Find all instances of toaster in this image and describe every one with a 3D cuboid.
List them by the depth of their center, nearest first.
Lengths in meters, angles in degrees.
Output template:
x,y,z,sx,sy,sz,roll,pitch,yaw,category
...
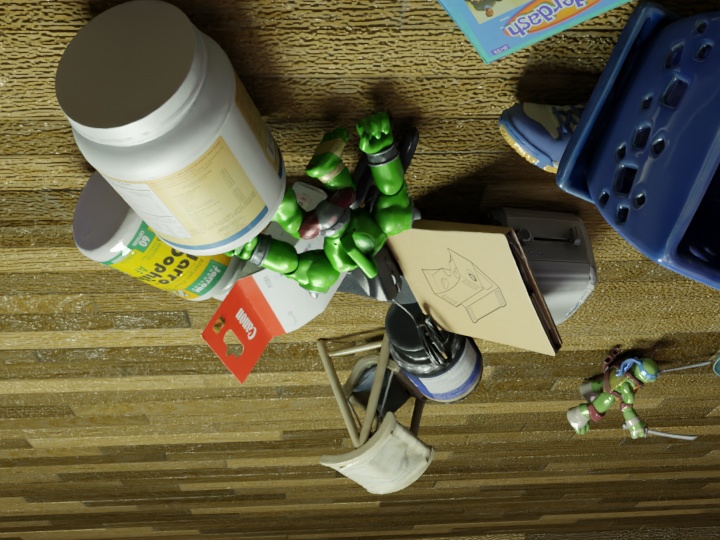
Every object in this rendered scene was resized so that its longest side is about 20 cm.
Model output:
x,y,z,sx,sy,sz,roll,pitch,yaw,category
0.199,0.006,1.102,0.127,0.115,0.201,0,151,-11,toaster

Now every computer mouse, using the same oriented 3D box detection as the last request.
x,y,z,sx,sy,sz,roll,pitch,yaw,category
0.051,0.033,1.079,0.034,0.059,0.200,-31,108,35,computer mouse

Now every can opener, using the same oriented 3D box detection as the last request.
x,y,z,sx,sy,sz,roll,pitch,yaw,category
0.010,-0.085,0.962,0.062,0.080,0.201,11,142,-6,can opener

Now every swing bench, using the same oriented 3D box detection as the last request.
x,y,z,sx,sy,sz,roll,pitch,yaw,category
0.030,0.222,1.400,0.128,0.203,0.199,-13,152,18,swing bench

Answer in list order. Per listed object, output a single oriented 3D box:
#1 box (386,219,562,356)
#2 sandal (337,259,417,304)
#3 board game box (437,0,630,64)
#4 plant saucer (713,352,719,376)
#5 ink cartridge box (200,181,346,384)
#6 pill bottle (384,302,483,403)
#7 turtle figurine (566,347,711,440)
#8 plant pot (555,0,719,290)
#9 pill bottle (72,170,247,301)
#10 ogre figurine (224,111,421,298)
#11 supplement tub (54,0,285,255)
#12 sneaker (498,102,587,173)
x,y,z,sx,sy,sz,roll,pitch,yaw,category
0.121,0.014,1.028,0.199,0.021,0.165,10,137,51,box
0.000,0.000,1.151,0.196,0.043,0.076,9,151,1,sandal
0.116,-0.250,0.670,0.150,0.046,0.199,-19,149,26,board game box
0.682,0.133,1.496,0.196,0.028,0.201,-3,153,-2,plant saucer
-0.086,0.025,1.025,0.056,0.202,0.163,20,160,19,ink cartridge box
0.103,0.108,1.286,0.110,0.114,0.200,-11,151,15,pill bottle
0.456,0.222,1.516,0.197,0.146,0.194,15,151,-25,turtle figurine
0.298,-0.105,0.775,0.198,0.180,0.202,15,106,-33,plant pot
-0.197,-0.034,0.978,0.112,0.115,0.199,-22,148,32,pill bottle
-0.029,-0.051,0.895,0.120,0.200,0.098,49,171,-26,ogre figurine
-0.158,-0.118,0.785,0.142,0.147,0.201,-9,152,11,supplement tub
0.225,-0.143,0.880,0.197,0.076,0.088,5,141,-31,sneaker
